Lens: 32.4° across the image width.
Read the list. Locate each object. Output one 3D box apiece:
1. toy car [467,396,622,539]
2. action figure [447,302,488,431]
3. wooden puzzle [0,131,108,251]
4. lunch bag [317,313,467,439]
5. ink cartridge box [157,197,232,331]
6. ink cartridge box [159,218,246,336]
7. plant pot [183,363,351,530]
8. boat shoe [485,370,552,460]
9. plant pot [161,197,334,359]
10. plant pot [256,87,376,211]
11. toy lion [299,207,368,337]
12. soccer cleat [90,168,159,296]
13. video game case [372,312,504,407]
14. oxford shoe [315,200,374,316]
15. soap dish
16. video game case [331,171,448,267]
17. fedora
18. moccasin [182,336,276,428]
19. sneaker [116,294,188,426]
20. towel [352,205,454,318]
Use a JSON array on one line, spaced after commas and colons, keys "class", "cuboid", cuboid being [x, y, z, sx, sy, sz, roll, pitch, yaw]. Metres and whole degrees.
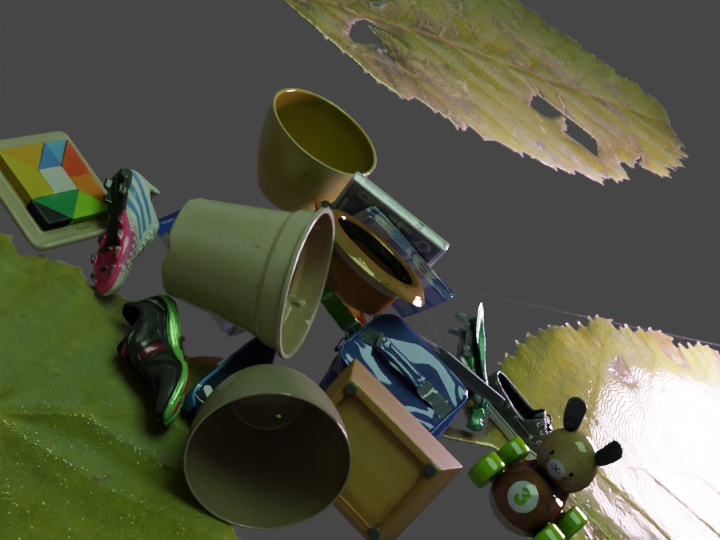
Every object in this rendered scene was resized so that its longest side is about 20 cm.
[{"class": "toy car", "cuboid": [0.287, 0.286, 1.796, 0.165, 0.201, 0.157, 49, 32, 17]}, {"class": "action figure", "cuboid": [0.172, 0.164, 1.945, 0.054, 0.119, 0.202, 4, 49, -11]}, {"class": "wooden puzzle", "cuboid": [-0.425, -0.119, 1.708, 0.200, 0.037, 0.184, 48, 32, 14]}, {"class": "lunch bag", "cuboid": [0.043, 0.159, 1.731, 0.200, 0.133, 0.135, 45, 49, 10]}, {"class": "ink cartridge box", "cuboid": [-0.203, -0.020, 1.726, 0.099, 0.039, 0.201, -28, 68, -25]}, {"class": "ink cartridge box", "cuboid": [-0.191, -0.002, 1.808, 0.200, 0.050, 0.161, 46, 31, 19]}, {"class": "plant pot", "cuboid": [-0.113, 0.191, 1.503, 0.199, 0.201, 0.135, 27, 25, -19]}, {"class": "boat shoe", "cuboid": [0.268, 0.240, 1.964, 0.200, 0.066, 0.070, 48, 32, 13]}, {"class": "plant pot", "cuboid": [-0.151, -0.008, 1.611, 0.181, 0.203, 0.201, 17, 29, 11]}, {"class": "plant pot", "cuboid": [-0.093, -0.179, 2.039, 0.198, 0.142, 0.201, 27, 34, -20]}, {"class": "toy lion", "cuboid": [-0.052, 0.014, 1.882, 0.192, 0.068, 0.200, 52, 7, -15]}, {"class": "soccer cleat", "cuboid": [-0.310, -0.047, 1.684, 0.086, 0.069, 0.202, 31, 47, -38]}, {"class": "video game case", "cuboid": [0.114, 0.131, 1.853, 0.143, 0.019, 0.199, 40, -5, -33]}, {"class": "oxford shoe", "cuboid": [-0.005, -0.030, 1.891, 0.201, 0.072, 0.071, 60, 5, -22]}, {"class": "soap dish", "cuboid": [0.008, 0.240, 1.596, 0.200, 0.157, 0.081, 44, 4, 8]}, {"class": "video game case", "cuboid": [0.025, -0.046, 1.952, 0.181, 0.200, 0.023, 38, 55, -2]}, {"class": "fedora", "cuboid": [0.000, 0.000, 1.755, 0.200, 0.082, 0.201, 39, 15, -12]}, {"class": "moccasin", "cuboid": [-0.158, 0.148, 1.632, 0.068, 0.081, 0.200, 46, 45, 3]}, {"class": "sneaker", "cuboid": [-0.265, 0.116, 1.563, 0.083, 0.077, 0.201, 1, 43, -20]}, {"class": "towel", "cuboid": [0.042, -0.009, 1.942, 0.200, 0.146, 0.024, 47, 55, -15]}]
